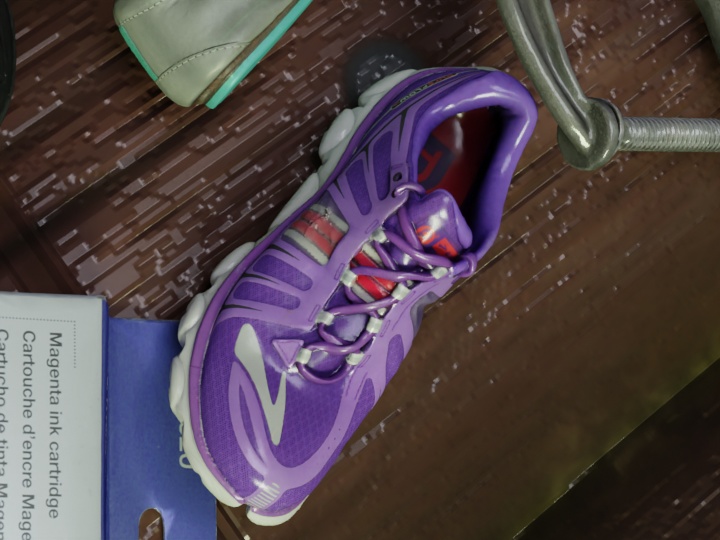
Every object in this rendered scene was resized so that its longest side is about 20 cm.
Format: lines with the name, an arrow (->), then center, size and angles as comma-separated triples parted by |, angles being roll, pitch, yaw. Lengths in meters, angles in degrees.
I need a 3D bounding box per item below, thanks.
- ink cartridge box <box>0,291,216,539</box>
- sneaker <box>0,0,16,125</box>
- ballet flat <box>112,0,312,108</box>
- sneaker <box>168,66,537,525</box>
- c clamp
ink cartridge box -> -0.137, 0.105, 0.912 | 0.199, 0.043, 0.197 | 3, 78, -22
sneaker -> -0.156, -0.050, 0.873 | 0.060, 0.104, 0.200 | 29, 53, -7
ballet flat -> -0.015, -0.142, 1.000 | 0.064, 0.067, 0.200 | 47, 66, -1
sneaker -> 0.000, 0.000, 0.964 | 0.081, 0.083, 0.200 | 37, 68, -22
c clamp -> 0.126, -0.077, 1.037 | 0.200, 0.027, 0.172 | 5, 68, -45
